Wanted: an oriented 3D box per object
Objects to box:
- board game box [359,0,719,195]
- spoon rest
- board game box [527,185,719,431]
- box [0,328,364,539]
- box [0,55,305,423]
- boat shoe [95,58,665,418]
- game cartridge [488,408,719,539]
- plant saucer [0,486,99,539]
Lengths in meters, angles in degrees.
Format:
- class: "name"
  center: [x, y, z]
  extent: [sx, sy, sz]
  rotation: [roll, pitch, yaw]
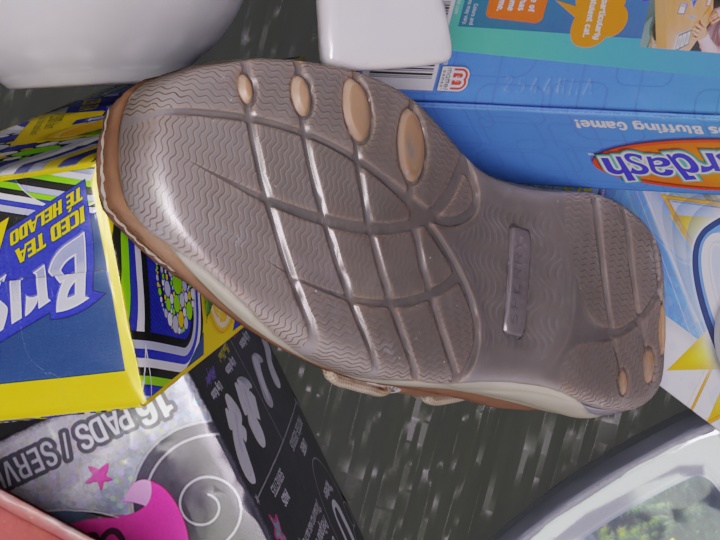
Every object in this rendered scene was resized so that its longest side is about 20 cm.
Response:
- class: "board game box"
  center: [0.109, -0.095, 0.730]
  extent: [0.199, 0.045, 0.153]
  rotation: [4, 64, 25]
- class: "spoon rest"
  center: [-0.051, -0.082, 0.747]
  extent: [0.099, 0.200, 0.061]
  rotation: [-6, 96, -37]
- class: "board game box"
  center: [0.123, -0.024, 0.762]
  extent: [0.200, 0.034, 0.136]
  rotation: [38, 103, 35]
- class: "box"
  center: [-0.108, 0.103, 0.807]
  extent: [0.199, 0.132, 0.115]
  rotation: [-26, 98, 9]
- class: "box"
  center: [-0.065, -0.012, 0.746]
  extent: [0.070, 0.200, 0.065]
  rotation: [-7, 100, 15]
- class: "boat shoe"
  center: [0.000, 0.000, 0.701]
  extent: [0.072, 0.200, 0.076]
  rotation: [-6, 69, 41]
- class: "game cartridge"
  center: [0.098, 0.125, 0.848]
  extent: [0.200, 0.041, 0.133]
  rotation: [-38, 92, 9]
- class: "plant saucer"
  center: [-0.159, 0.115, 0.719]
  extent: [0.199, 0.037, 0.200]
  rotation: [27, 112, 4]
